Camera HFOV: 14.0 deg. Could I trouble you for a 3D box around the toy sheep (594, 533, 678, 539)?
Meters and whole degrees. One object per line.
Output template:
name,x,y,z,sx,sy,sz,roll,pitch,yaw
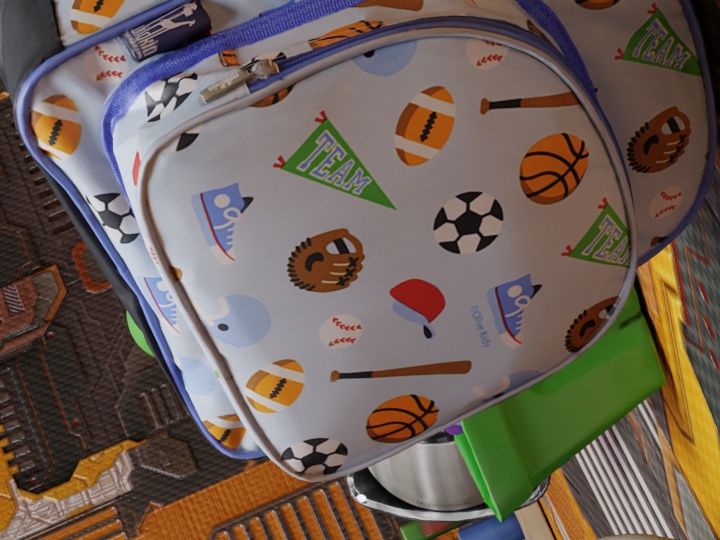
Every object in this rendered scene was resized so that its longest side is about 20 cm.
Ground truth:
toy sheep,0.116,0.177,1.214,0.200,0.138,0.138,51,-170,-50

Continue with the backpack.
backpack,0.006,-0.048,0.860,0.154,0.190,0.200,55,174,47

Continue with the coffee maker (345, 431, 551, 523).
coffee maker,0.027,0.007,1.435,0.200,0.135,0.192,75,172,-66

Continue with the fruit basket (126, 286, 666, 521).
fruit basket,0.000,0.000,1.223,0.156,0.215,0.216,-119,6,-64

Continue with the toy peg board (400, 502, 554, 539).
toy peg board,0.066,0.157,2.250,0.199,0.098,0.200,79,167,-78
